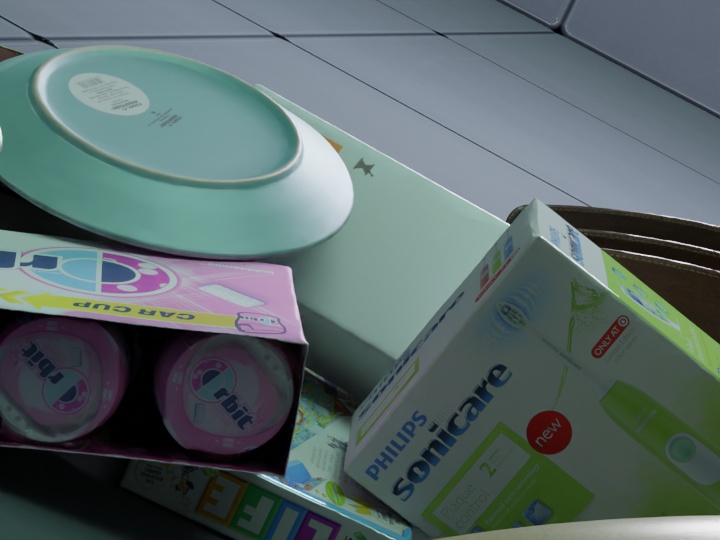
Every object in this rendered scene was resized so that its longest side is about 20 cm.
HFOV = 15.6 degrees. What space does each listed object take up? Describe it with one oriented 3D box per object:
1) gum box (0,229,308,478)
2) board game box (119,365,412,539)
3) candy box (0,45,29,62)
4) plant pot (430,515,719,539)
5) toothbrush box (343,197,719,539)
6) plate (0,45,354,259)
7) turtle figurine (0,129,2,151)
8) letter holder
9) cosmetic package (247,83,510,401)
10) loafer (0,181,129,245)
[{"bbox_3d":[-0.129,0.032,1.165,0.199,0.066,0.114,7,16,-7],"label":"gum box"},{"bbox_3d":[-0.039,0.088,1.284,0.134,0.034,0.200,25,14,-3],"label":"board game box"},{"bbox_3d":[-0.187,-0.077,1.433,0.116,0.057,0.200,19,-8,-5],"label":"candy box"},{"bbox_3d":[0.098,0.167,0.984,0.199,0.188,0.187,12,14,-1],"label":"plant pot"},{"bbox_3d":[0.114,0.088,1.240,0.200,0.146,0.086,39,12,-6],"label":"toothbrush box"},{"bbox_3d":[-0.096,-0.068,1.280,0.199,0.026,0.200,14,29,-8],"label":"plate"},{"bbox_3d":[-0.261,-0.052,1.091,0.200,0.194,0.144,43,30,-33],"label":"turtle figurine"},{"bbox_3d":[0.160,0.022,1.493,0.199,0.143,0.101,11,-16,15],"label":"letter holder"},{"bbox_3d":[0.000,0.000,1.356,0.200,0.102,0.071,29,-25,16],"label":"cosmetic package"},{"bbox_3d":[-0.157,-0.006,1.404,0.200,0.063,0.072,22,-18,-31],"label":"loafer"}]
